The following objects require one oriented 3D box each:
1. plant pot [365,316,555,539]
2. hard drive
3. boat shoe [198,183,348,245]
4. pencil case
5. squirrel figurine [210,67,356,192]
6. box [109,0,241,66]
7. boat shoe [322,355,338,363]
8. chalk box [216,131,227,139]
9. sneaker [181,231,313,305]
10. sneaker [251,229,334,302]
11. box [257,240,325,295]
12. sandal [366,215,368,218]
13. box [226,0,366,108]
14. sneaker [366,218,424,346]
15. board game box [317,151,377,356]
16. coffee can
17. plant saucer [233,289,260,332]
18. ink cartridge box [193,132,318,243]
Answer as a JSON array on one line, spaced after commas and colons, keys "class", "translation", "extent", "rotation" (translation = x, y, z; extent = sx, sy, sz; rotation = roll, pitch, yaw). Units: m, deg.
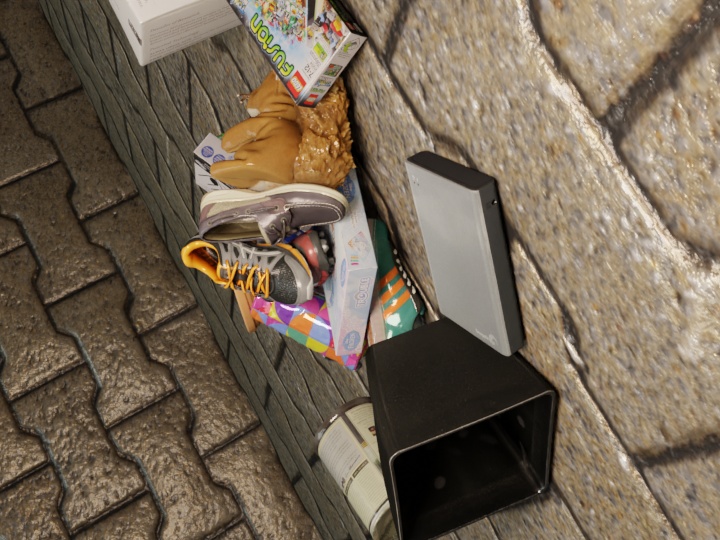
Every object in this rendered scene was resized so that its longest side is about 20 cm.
[{"class": "plant pot", "translation": [0.102, 0.174, 1.000], "extent": [0.202, 0.195, 0.179], "rotation": [81, 167, -44]}, {"class": "hard drive", "translation": [0.115, -0.020, 0.922], "extent": [0.139, 0.032, 0.204], "rotation": [34, 146, 55]}, {"class": "boat shoe", "translation": [-0.111, -0.064, 1.044], "extent": [0.072, 0.194, 0.066], "rotation": [69, -156, -58]}, {"class": "pencil case", "translation": [-0.069, 0.076, 1.265], "extent": [0.197, 0.090, 0.089], "rotation": [28, 155, 3]}, {"class": "squirrel figurine", "translation": [-0.084, -0.185, 1.089], "extent": [0.196, 0.191, 0.141], "rotation": [-14, 146, 32]}, {"class": "box", "translation": [-0.250, -0.420, 1.117], "extent": [0.202, 0.197, 0.131], "rotation": [62, 162, 3]}, {"class": "boat shoe", "translation": [-0.026, 0.126, 1.438], "extent": [0.073, 0.067, 0.200], "rotation": [62, 161, 0]}, {"class": "chalk box", "translation": [-0.147, -0.133, 1.338], "extent": [0.204, 0.122, 0.124], "rotation": [65, 162, -4]}, {"class": "sneaker", "translation": [-0.146, 0.000, 1.079], "extent": [0.196, 0.077, 0.080], "rotation": [21, 121, 27]}, {"class": "sneaker", "translation": [-0.102, -0.001, 1.139], "extent": [0.200, 0.096, 0.073], "rotation": [-27, 81, 65]}, {"class": "box", "translation": [-0.109, -0.003, 1.411], "extent": [0.114, 0.062, 0.199], "rotation": [21, 175, -21]}, {"class": "sandal", "translation": [0.000, 0.000, 1.238], "extent": [0.075, 0.044, 0.204], "rotation": [39, 150, 50]}, {"class": "box", "translation": [-0.083, -0.305, 0.987], "extent": [0.110, 0.034, 0.202], "rotation": [-46, 66, 29]}, {"class": "sneaker", "translation": [0.044, 0.029, 1.139], "extent": [0.071, 0.078, 0.206], "rotation": [-179, 83, -81]}, {"class": "board game box", "translation": [-0.024, -0.023, 1.147], "extent": [0.202, 0.042, 0.203], "rotation": [100, 162, -54]}, {"class": "coffee can", "translation": [0.026, 0.347, 1.471], "extent": [0.201, 0.144, 0.148], "rotation": [49, 157, 35]}, {"class": "plant saucer", "translation": [-0.194, -0.002, 1.357], "extent": [0.200, 0.037, 0.205], "rotation": [163, 91, -83]}, {"class": "ink cartridge box", "translation": [-0.150, -0.106, 1.206], "extent": [0.198, 0.045, 0.094], "rotation": [35, 157, 5]}]
